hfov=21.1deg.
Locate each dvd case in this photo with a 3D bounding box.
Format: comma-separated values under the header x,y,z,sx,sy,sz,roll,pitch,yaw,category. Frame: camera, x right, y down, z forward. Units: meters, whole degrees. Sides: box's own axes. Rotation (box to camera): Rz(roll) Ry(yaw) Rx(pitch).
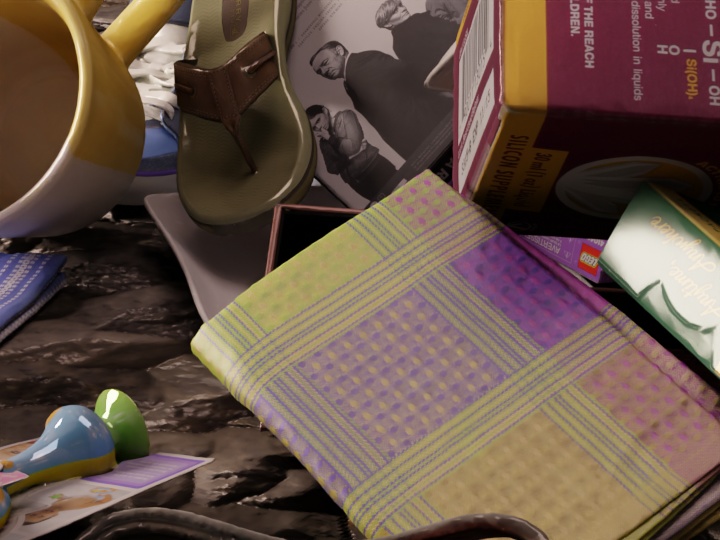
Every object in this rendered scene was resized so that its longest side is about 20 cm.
x,y,z,sx,sy,sz,roll,pitch,yaw,category
0.005,-0.124,1.043,0.200,0.150,0.025,44,3,40,dvd case

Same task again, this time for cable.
x,y,z,sx,sy,sz,roll,pitch,yaw,category
-0.011,0.104,0.669,0.199,0.050,0.097,18,58,26,cable

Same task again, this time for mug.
x,y,z,sx,sy,sz,roll,pitch,yaw,category
-0.168,-0.086,1.021,0.185,0.151,0.153,-13,-10,12,mug

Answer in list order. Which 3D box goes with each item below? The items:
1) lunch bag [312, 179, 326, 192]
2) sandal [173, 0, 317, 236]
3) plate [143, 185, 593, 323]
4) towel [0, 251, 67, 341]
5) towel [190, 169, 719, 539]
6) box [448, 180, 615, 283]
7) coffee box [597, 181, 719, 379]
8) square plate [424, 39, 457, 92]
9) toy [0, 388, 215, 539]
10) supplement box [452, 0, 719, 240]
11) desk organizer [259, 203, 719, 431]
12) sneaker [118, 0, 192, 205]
x,y,z,sx,sy,sz,roll,pitch,yaw,category
0.048,-0.115,1.177,0.198,0.125,0.170,-1,30,-20,lunch bag
-0.072,-0.103,1.026,0.079,0.057,0.202,-19,55,17,sandal
0.000,0.000,0.998,0.198,0.033,0.200,-4,21,-16,plate
-0.263,0.007,0.961,0.198,0.024,0.145,8,22,14,towel
0.043,0.052,0.747,0.143,0.023,0.200,-34,56,-23,towel
0.153,-0.039,1.056,0.199,0.039,0.137,-4,25,-41,box
0.206,0.031,0.798,0.199,0.044,0.123,17,21,-34,coffee box
0.152,-0.124,0.901,0.197,0.029,0.200,5,-20,-17,square plate
-0.166,0.079,0.723,0.199,0.048,0.115,-14,11,-43,toy
0.145,-0.079,0.818,0.198,0.104,0.131,3,-22,-4,supplement box
0.057,0.027,0.834,0.198,0.077,0.072,4,52,4,desk organizer
-0.124,-0.133,1.171,0.080,0.148,0.200,8,21,14,sneaker
